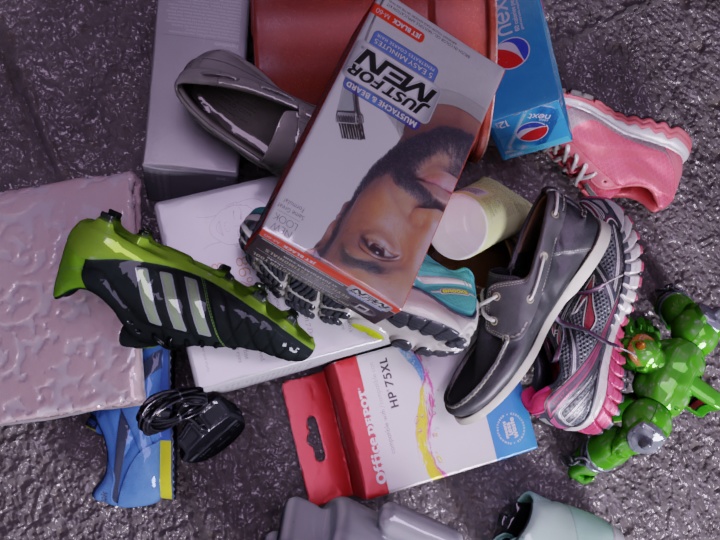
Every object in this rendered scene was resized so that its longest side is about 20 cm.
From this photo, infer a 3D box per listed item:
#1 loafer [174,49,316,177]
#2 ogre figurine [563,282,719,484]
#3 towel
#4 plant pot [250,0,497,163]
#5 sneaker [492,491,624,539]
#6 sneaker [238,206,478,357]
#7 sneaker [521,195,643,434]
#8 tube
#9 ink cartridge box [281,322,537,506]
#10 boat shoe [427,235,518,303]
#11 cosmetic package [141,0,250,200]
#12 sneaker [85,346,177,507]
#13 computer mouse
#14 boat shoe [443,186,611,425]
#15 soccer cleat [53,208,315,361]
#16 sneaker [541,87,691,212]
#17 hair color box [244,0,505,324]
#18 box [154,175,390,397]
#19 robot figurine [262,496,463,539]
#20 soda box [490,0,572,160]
[{"bbox_3d":[-0.053,-0.097,0.677,0.197,0.071,0.070,30,31,4],"label":"loafer"},{"bbox_3d":[0.259,0.095,0.790,0.198,0.120,0.099,-36,88,-16],"label":"ogre figurine"},{"bbox_3d":[-0.268,0.026,0.718,0.195,0.032,0.195,-8,76,5],"label":"towel"},{"bbox_3d":[0.005,-0.192,0.770,0.190,0.201,0.206,-3,79,-3],"label":"plant pot"},{"bbox_3d":[0.143,0.292,0.752,0.117,0.074,0.203,27,66,-11],"label":"sneaker"},{"bbox_3d":[0.000,0.000,0.685,0.197,0.078,0.081,24,57,-10],"label":"sneaker"},{"bbox_3d":[0.188,0.033,0.756,0.073,0.081,0.205,13,77,-15],"label":"sneaker"},{"bbox_3d":[0.111,-0.050,0.762,0.051,0.199,0.059,-16,95,25],"label":"tube"},{"bbox_3d":[0.040,0.124,0.770,0.196,0.067,0.119,-14,82,-13],"label":"ink cartridge box"},{"bbox_3d":[0.134,0.003,0.811,0.196,0.068,0.074,11,77,-9],"label":"boat shoe"},{"bbox_3d":[-0.140,-0.166,0.773,0.088,0.107,0.205,7,76,-9],"label":"cosmetic package"},{"bbox_3d":[-0.190,0.091,0.735,0.077,0.066,0.205,0,79,-7],"label":"sneaker"},{"bbox_3d":[-0.131,0.111,0.677,0.058,0.200,0.034,-39,74,-8],"label":"computer mouse"},{"bbox_3d":[0.120,0.029,0.717,0.067,0.072,0.202,33,90,-18],"label":"boat shoe"},{"bbox_3d":[-0.129,0.029,0.656,0.197,0.068,0.082,27,94,-2],"label":"soccer cleat"},{"bbox_3d":[0.221,-0.111,0.847,0.196,0.074,0.089,14,81,-6],"label":"sneaker"},{"bbox_3d":[0.013,-0.080,0.625,0.109,0.064,0.203,28,71,-11],"label":"hair color box"},{"bbox_3d":[-0.060,0.007,0.753,0.196,0.106,0.156,-13,81,-12],"label":"box"},{"bbox_3d":[0.014,0.258,0.711,0.197,0.114,0.171,28,116,-9],"label":"robot figurine"},{"bbox_3d":[0.140,-0.208,0.814,0.067,0.064,0.204,-15,60,18],"label":"soda box"}]
